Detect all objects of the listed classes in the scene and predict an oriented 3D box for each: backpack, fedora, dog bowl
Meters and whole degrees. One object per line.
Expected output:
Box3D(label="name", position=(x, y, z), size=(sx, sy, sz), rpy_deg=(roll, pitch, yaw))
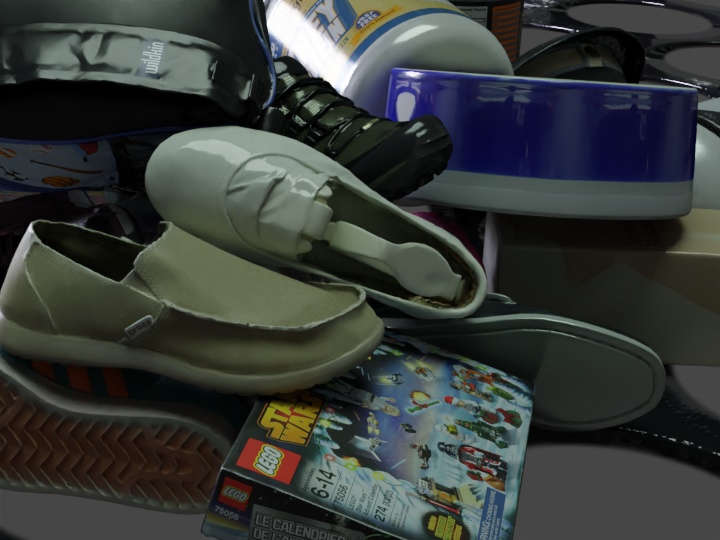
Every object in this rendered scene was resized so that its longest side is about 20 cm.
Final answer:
Box3D(label="backpack", position=(-0.153, -0.132, 0.844), size=(0.188, 0.154, 0.202), rpy_deg=(-6, 67, -15))
Box3D(label="fedora", position=(0.165, -0.102, 1.190), size=(0.199, 0.201, 0.092), rpy_deg=(-14, 61, -36))
Box3D(label="dog bowl", position=(0.113, -0.083, 0.947), size=(0.198, 0.080, 0.200), rpy_deg=(4, 7, 0))

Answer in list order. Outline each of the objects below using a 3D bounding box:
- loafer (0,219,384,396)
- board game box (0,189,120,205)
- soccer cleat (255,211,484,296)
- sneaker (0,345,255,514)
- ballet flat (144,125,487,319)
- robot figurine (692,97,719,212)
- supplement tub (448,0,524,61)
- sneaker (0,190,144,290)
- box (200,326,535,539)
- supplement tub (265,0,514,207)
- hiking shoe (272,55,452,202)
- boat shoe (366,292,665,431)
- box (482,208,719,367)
Box3D(label="loafer", position=(-0.086, 0.013, 0.735), size=(0.197, 0.069, 0.076), rpy_deg=(3, 21, 4))
Box3D(label="board game box", position=(-0.241, -0.077, 1.004), size=(0.146, 0.065, 0.200), rpy_deg=(1, -12, -4))
Box3D(label="soccer cleat", position=(0.000, 0.000, 0.958), size=(0.086, 0.070, 0.199), rpy_deg=(-30, 25, -24))
Box3D(label="sneaker", position=(-0.149, 0.071, 0.778), size=(0.198, 0.072, 0.080), rpy_deg=(14, 22, 6))
Box3D(label="ballet flat", position=(-0.014, -0.023, 0.778), size=(0.199, 0.070, 0.069), rpy_deg=(23, 12, -26))
Box3D(label="robot figurine", position=(0.255, -0.063, 1.087), size=(0.124, 0.152, 0.199), rpy_deg=(35, 36, 32))
Box3D(label="supplement tub", position=(0.078, -0.193, 1.287), size=(0.121, 0.202, 0.123), rpy_deg=(3, 21, -1))
Box3D(label="sneaker", position=(-0.196, 0.001, 0.870), size=(0.114, 0.077, 0.200), rpy_deg=(-13, 16, -23))
Box3D(label="box", position=(0.013, 0.090, 0.743), size=(0.136, 0.040, 0.200), rpy_deg=(20, 23, 2))
Box3D(label="supplement tub", position=(0.010, -0.152, 1.113), size=(0.143, 0.146, 0.200), rpy_deg=(-8, 33, -27))
Box3D(label="hiking shoe", position=(-0.031, -0.077, 0.881), size=(0.075, 0.102, 0.199), rpy_deg=(-30, 13, -40))
Box3D(label="boat shoe", position=(0.076, 0.044, 0.862), size=(0.198, 0.076, 0.060), rpy_deg=(7, 27, 9))
Box3D(label="box", position=(0.180, 0.008, 0.963), size=(0.197, 0.079, 0.095), rpy_deg=(3, 21, -2))
